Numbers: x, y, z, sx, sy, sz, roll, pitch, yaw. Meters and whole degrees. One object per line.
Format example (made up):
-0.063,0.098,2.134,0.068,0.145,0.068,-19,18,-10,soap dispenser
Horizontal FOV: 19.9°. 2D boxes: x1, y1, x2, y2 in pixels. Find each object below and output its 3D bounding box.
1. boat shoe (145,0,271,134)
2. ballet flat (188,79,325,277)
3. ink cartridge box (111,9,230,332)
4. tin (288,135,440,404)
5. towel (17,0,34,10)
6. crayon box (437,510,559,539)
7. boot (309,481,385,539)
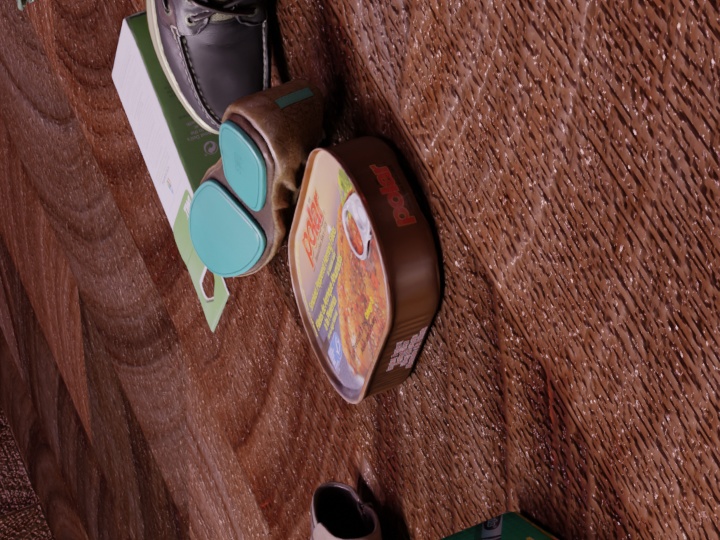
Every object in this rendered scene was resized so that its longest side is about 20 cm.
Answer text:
-0.091,-0.176,1.215,0.066,0.071,0.203,-144,43,-71,boat shoe
-0.055,-0.057,1.219,0.068,0.072,0.200,48,157,13,ballet flat
-0.104,-0.071,1.385,0.104,0.059,0.201,126,123,-70,ink cartridge box
0.000,0.000,1.168,0.113,0.042,0.200,62,161,18,tin
-0.355,-0.362,1.947,0.153,0.023,0.201,91,155,-46,towel
0.104,0.208,1.014,0.200,0.058,0.120,-153,46,-67,crayon box
0.009,0.233,1.329,0.200,0.070,0.147,-139,37,-59,boot
